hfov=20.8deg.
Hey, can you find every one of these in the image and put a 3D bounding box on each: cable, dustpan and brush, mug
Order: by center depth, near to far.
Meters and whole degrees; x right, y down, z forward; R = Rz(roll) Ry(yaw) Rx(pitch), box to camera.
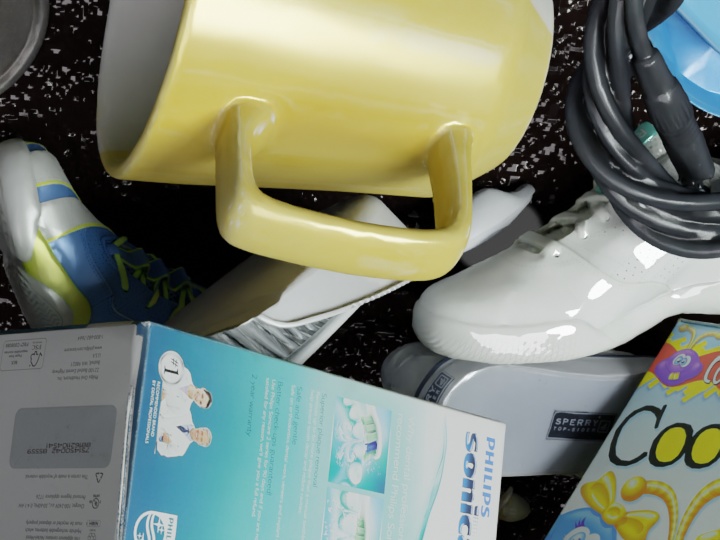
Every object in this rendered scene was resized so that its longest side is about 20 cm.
[{"bbox_3d":[-0.013,-0.077,0.762,0.153,0.149,0.187,11,75,-19],"label":"mug"},{"bbox_3d":[0.171,-0.094,0.772,0.163,0.051,0.200,12,122,-4],"label":"cable"},{"bbox_3d":[0.000,0.000,0.820,0.057,0.200,0.139,55,146,-9],"label":"dustpan and brush"}]

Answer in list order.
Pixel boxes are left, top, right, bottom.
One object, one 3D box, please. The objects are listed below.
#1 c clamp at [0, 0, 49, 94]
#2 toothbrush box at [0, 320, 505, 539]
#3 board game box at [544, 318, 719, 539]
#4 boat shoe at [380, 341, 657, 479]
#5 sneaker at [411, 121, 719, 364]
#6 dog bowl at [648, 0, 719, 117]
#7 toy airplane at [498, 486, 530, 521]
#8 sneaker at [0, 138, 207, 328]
[{"bbox_3d":[-0.209,-0.111,0.774,0.171,0.027,0.200,-20,128,-15],"label":"c clamp"},{"bbox_3d":[-0.062,0.082,0.752,0.146,0.085,0.200,-5,165,41],"label":"toothbrush box"},{"bbox_3d":[0.147,0.134,0.827,0.200,0.103,0.105,-55,128,-22],"label":"board game box"},{"bbox_3d":[0.100,0.060,0.902,0.200,0.065,0.074,16,102,-35],"label":"boat shoe"},{"bbox_3d":[0.114,-0.018,0.854,0.200,0.075,0.089,-13,111,-13],"label":"sneaker"},{"bbox_3d":[0.136,-0.148,0.789,0.111,0.050,0.200,-41,114,19],"label":"dog bowl"},{"bbox_3d":[0.016,0.187,0.943,0.200,0.141,0.199,-35,85,22],"label":"toy airplane"},{"bbox_3d":[-0.093,0.018,0.876,0.105,0.076,0.200,-23,121,-11],"label":"sneaker"}]
